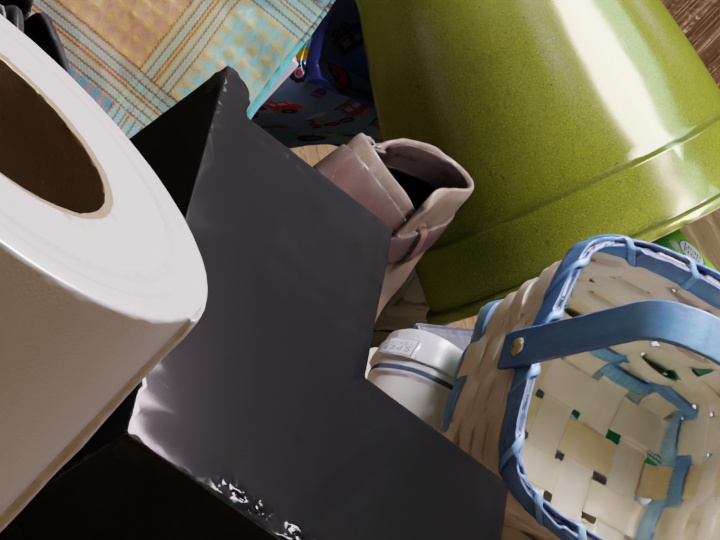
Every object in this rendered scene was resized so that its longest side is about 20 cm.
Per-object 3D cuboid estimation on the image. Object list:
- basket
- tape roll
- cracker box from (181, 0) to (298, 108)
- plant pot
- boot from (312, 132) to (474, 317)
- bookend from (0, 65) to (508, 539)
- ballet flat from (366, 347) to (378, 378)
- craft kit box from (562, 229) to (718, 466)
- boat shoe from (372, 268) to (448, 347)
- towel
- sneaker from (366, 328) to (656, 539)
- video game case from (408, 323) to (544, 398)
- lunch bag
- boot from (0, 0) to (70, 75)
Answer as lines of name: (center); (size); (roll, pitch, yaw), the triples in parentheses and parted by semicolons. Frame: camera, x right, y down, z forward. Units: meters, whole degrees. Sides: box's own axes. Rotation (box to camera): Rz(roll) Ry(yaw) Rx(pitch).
basket: (0.133, 0.063, 1.185); (0.176, 0.139, 0.200); (30, -18, -28)
tape roll: (-0.172, -0.009, 1.000); (0.203, 0.139, 0.203); (40, 15, -13)
cracker box: (-0.147, -0.123, 1.380); (0.200, 0.134, 0.058); (40, 14, -20)
plant pot: (0.087, -0.100, 1.488); (0.193, 0.200, 0.200); (66, 15, -3)
boot: (0.000, 0.000, 1.416); (0.070, 0.146, 0.200); (49, 16, 19)
bookend: (-0.028, 0.060, 1.137); (0.199, 0.092, 0.200); (36, 42, -25)
ballet flat: (0.011, 0.071, 1.394); (0.070, 0.065, 0.200); (21, 7, 16)
craft kit box: (0.183, 0.076, 1.419); (0.200, 0.049, 0.197); (48, 27, 6)
boat shoe: (0.013, -0.003, 1.575); (0.075, 0.086, 0.202); (52, 16, 26)
towel: (-0.109, -0.110, 1.334); (0.147, 0.200, 0.022); (38, -4, -21)
sneaker: (0.071, 0.108, 1.304); (0.200, 0.071, 0.073); (36, -23, -21)
video game case: (0.115, 0.098, 1.413); (0.200, 0.019, 0.143); (7, 55, -44)
lunch bag: (-0.041, -0.105, 1.595); (0.200, 0.150, 0.094); (37, 55, -57)
boot: (-0.205, -0.110, 1.196); (0.200, 0.132, 0.070); (51, 17, 23)
